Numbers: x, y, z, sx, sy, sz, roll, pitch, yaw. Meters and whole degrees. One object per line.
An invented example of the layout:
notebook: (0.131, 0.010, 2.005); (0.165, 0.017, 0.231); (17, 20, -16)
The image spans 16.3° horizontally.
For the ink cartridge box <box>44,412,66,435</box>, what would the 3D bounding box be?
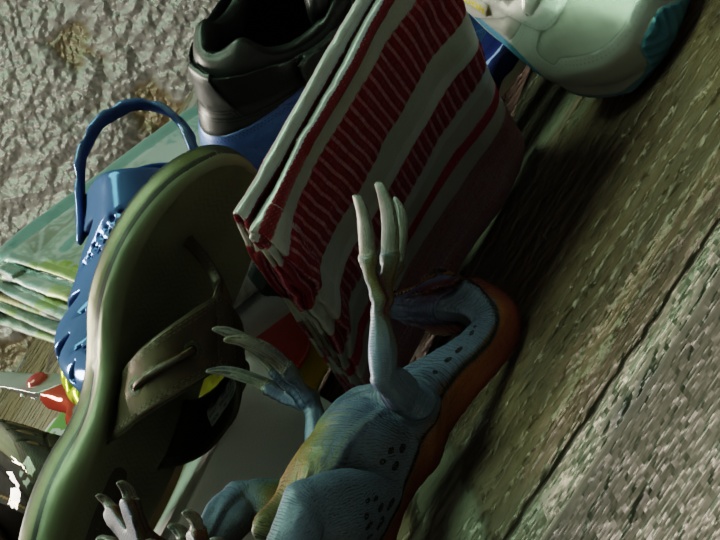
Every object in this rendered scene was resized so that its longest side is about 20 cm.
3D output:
ink cartridge box: (-0.128, 0.123, 1.278); (0.103, 0.059, 0.200); (-7, 34, 36)

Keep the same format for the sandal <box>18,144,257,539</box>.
sandal: (-0.074, 0.050, 0.995); (0.080, 0.057, 0.202); (19, -92, -57)

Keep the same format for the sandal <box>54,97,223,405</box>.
sandal: (-0.100, -0.009, 1.119); (0.200, 0.079, 0.087); (-100, 1, -59)

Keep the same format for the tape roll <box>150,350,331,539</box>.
tape roll: (-0.074, 0.137, 1.092); (0.203, 0.071, 0.203); (-55, 10, 15)

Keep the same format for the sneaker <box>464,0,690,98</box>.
sneaker: (0.060, -0.134, 1.058); (0.200, 0.081, 0.077); (38, 103, 49)

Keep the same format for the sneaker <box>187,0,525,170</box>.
sneaker: (0.003, -0.118, 1.208); (0.199, 0.112, 0.077); (-32, 42, -21)

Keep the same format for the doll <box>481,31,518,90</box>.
doll: (0.093, -0.140, 1.166); (0.201, 0.048, 0.136); (-57, -3, 5)

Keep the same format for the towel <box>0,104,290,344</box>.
towel: (-0.072, -0.021, 1.264); (0.200, 0.048, 0.171); (-39, 34, -30)

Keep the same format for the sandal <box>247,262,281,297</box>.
sandal: (0.001, -0.001, 1.140); (0.075, 0.048, 0.200); (-46, -13, 0)

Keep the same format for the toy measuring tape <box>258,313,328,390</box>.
toy measuring tape: (-0.037, 0.015, 1.272); (0.074, 0.073, 0.201); (-42, 20, 58)

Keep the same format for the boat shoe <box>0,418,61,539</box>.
boat shoe: (-0.143, 0.111, 1.140); (0.200, 0.074, 0.074); (166, 121, -79)

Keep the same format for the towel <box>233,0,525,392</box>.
towel: (0.015, -0.037, 1.028); (0.145, 0.023, 0.200); (-61, -23, -13)

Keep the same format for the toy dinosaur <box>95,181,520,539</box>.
toy dinosaur: (-0.005, 0.072, 0.935); (0.181, 0.201, 0.105); (-19, 7, -33)

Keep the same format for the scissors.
scissors: (-0.146, 0.056, 1.162); (0.199, 0.014, 0.073); (-6, 32, 37)
